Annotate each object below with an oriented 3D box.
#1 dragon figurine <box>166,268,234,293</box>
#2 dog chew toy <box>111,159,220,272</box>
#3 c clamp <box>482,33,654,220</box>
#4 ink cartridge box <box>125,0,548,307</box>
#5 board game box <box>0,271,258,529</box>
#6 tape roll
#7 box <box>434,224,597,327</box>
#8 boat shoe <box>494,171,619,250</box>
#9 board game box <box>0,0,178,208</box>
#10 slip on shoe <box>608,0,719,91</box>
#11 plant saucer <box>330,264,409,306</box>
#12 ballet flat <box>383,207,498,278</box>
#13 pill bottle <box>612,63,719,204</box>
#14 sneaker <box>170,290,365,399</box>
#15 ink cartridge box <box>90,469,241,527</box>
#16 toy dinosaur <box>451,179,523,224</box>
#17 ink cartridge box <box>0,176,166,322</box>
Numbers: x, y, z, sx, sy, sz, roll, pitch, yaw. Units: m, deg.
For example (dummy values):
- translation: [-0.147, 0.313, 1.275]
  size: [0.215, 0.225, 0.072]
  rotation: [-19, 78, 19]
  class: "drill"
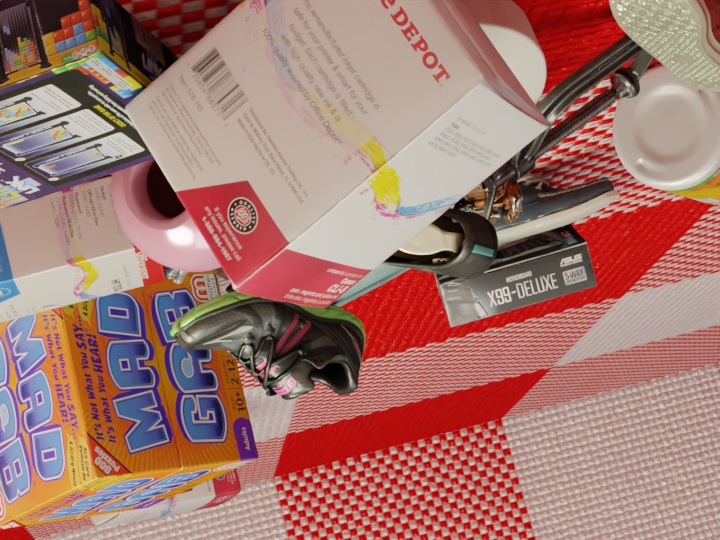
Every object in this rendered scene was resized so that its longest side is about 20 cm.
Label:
- translation: [-0.096, -0.041, 1.395]
  size: [0.200, 0.100, 0.059]
  rotation: [-40, 157, 13]
  class: "dragon figurine"
- translation: [-0.103, -0.062, 1.200]
  size: [0.123, 0.126, 0.200]
  rotation: [-21, 173, 20]
  class: "dog chew toy"
- translation: [0.174, -0.131, 1.275]
  size: [0.199, 0.027, 0.171]
  rotation: [-37, 163, -16]
  class: "c clamp"
- translation: [-0.011, -0.097, 0.993]
  size: [0.199, 0.146, 0.144]
  rotation: [-38, 161, 15]
  class: "ink cartridge box"
- translation: [-0.255, 0.127, 1.578]
  size: [0.199, 0.202, 0.199]
  rotation: [-1, 160, -44]
  class: "board game box"
- translation: [0.040, -0.129, 1.165]
  size: [0.201, 0.037, 0.203]
  rotation: [-16, 152, -9]
  class: "tape roll"
- translation: [0.156, -0.005, 1.678]
  size: [0.156, 0.050, 0.200]
  rotation: [-15, -169, 3]
  class: "box"
- translation: [0.162, -0.063, 1.595]
  size: [0.198, 0.063, 0.075]
  rotation: [-20, 168, 27]
  class: "boat shoe"
- translation: [-0.208, -0.109, 1.022]
  size: [0.164, 0.057, 0.200]
  rotation: [-16, 166, 9]
  class: "board game box"
- translation: [0.240, -0.197, 1.181]
  size: [0.073, 0.062, 0.199]
  rotation: [7, 168, 35]
  class: "slip on shoe"
- translation: [0.000, 0.000, 1.462]
  size: [0.199, 0.039, 0.201]
  rotation: [-27, 177, -2]
  class: "plant saucer"
- translation: [0.012, -0.037, 1.253]
  size: [0.198, 0.069, 0.068]
  rotation: [8, -179, 22]
  class: "ballet flat"
- translation: [0.318, -0.119, 1.442]
  size: [0.110, 0.112, 0.199]
  rotation: [-23, 164, 29]
  class: "pill bottle"
- translation: [-0.072, 0.067, 1.380]
  size: [0.198, 0.085, 0.077]
  rotation: [11, 151, -35]
  class: "sneaker"
- translation: [-0.281, 0.263, 2.195]
  size: [0.198, 0.149, 0.085]
  rotation: [-5, 163, -39]
  class: "ink cartridge box"
- translation: [0.061, -0.094, 1.321]
  size: [0.135, 0.103, 0.201]
  rotation: [-22, 121, 23]
  class: "toy dinosaur"
- translation: [-0.228, -0.022, 1.311]
  size: [0.198, 0.068, 0.116]
  rotation: [-14, 166, -7]
  class: "ink cartridge box"
